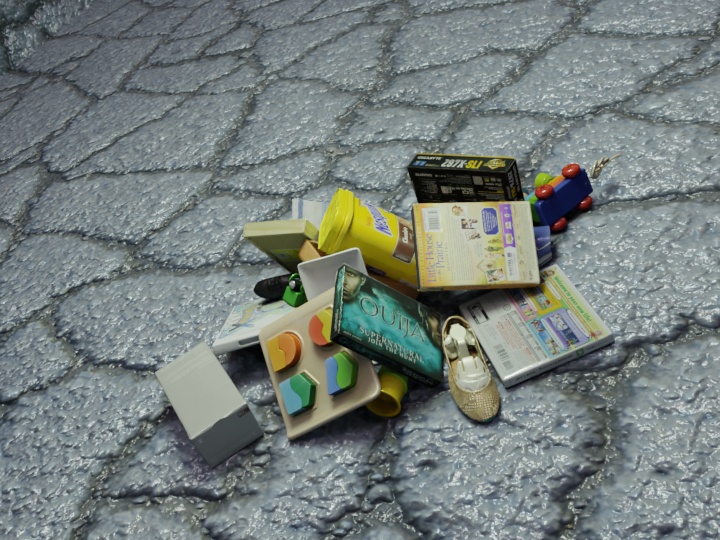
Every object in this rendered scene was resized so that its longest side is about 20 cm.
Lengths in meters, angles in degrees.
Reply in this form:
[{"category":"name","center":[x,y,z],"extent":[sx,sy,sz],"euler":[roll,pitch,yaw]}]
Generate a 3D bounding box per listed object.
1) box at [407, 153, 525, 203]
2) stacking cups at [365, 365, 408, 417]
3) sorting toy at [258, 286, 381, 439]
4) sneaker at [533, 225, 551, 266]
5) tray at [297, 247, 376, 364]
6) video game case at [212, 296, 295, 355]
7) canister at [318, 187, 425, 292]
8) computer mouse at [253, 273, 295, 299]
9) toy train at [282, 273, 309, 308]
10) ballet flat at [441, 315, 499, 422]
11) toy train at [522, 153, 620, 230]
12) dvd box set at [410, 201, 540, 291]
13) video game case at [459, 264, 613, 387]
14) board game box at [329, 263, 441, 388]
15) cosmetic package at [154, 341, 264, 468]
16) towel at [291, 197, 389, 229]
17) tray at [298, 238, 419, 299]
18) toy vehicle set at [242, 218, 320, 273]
[{"category":"box","center":[0.196,-0.131,1.582],"extent":[0.200,0.160,0.049],"euler":[7,46,34]},{"category":"stacking cups","center":[0.064,0.144,1.402],"extent":[0.060,0.061,0.200],"euler":[-2,36,25]},{"category":"sorting toy","center":[-0.072,0.140,1.367],"extent":[0.185,0.036,0.200],"euler":[-30,63,25]},{"category":"sneaker","center":[0.226,-0.052,1.505],"extent":[0.199,0.115,0.081],"euler":[-13,39,12]},{"category":"tray","center":[-0.023,0.066,1.429],"extent":[0.107,0.200,0.022],"euler":[-15,15,8]},{"category":"video game case","center":[-0.157,0.081,1.551],"extent":[0.182,0.022,0.200],"euler":[-16,16,8]},{"category":"canister","center":[0.036,-0.051,1.500],"extent":[0.200,0.087,0.149],"euler":[23,23,-11]},{"category":"computer mouse","center":[-0.097,0.022,1.596],"extent":[0.200,0.059,0.034],"euler":[-13,70,2]},{"category":"toy train","center":[-0.054,0.037,1.504],"extent":[0.042,0.057,0.200],"euler":[32,19,36]},{"category":"ballet flat","center":[0.160,0.143,1.337],"extent":[0.070,0.065,0.200],"euler":[-18,38,-1]},{"category":"toy train","center":[0.371,-0.160,1.605],"extent":[0.200,0.085,0.116],"euler":[-37,26,-19]},{"category":"dvd box set","center":[0.187,-0.040,1.435],"extent":[0.199,0.029,0.147],"euler":[-3,72,-7]},{"category":"video game case","center":[0.274,0.083,1.392],"extent":[0.182,0.022,0.200],"euler":[-23,36,-1]},{"category":"board game box","center":[0.043,0.086,1.356],"extent":[0.028,0.200,0.135],"euler":[-38,36,39]},{"category":"cosmetic package","center":[-0.251,0.217,1.437],"extent":[0.107,0.090,0.200],"euler":[-31,41,-11]},{"category":"towel","center":[-0.036,-0.085,1.672],"extent":[0.200,0.024,0.147],"euler":[7,36,-7]},{"category":"tray","center":[0.000,0.000,1.517],"extent":[0.200,0.037,0.099],"euler":[12,22,-32]},{"category":"toy vehicle set","center":[-0.111,-0.038,1.593],"extent":[0.124,0.200,0.027],"euler":[-2,68,24]}]
